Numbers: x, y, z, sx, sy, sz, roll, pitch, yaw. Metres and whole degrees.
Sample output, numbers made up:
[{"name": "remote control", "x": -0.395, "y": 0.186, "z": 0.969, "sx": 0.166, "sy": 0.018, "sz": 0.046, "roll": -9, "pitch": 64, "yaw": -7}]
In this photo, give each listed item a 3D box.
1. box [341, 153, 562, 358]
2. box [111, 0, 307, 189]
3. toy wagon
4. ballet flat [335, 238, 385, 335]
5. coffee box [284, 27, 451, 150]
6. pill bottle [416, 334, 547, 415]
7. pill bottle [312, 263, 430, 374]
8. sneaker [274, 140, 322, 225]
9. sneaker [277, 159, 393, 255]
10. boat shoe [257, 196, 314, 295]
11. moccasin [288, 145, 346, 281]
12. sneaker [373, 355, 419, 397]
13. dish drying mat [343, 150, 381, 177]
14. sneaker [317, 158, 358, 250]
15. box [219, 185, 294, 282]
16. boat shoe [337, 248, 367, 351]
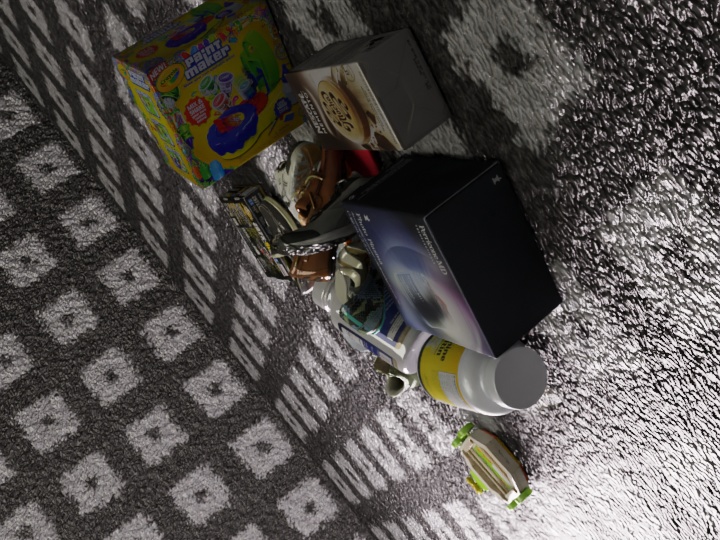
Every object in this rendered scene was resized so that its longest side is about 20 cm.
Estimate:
[{"name": "box", "x": 0.105, "y": -0.024, "z": 1.095, "sx": 0.198, "sy": 0.123, "sz": 0.200, "roll": 15, "pitch": 139, "yaw": 60}, {"name": "box", "x": -0.208, "y": -0.260, "z": 1.301, "sx": 0.122, "sy": 0.200, "sz": 0.193, "roll": 32, "pitch": 153, "yaw": 47}, {"name": "toy wagon", "x": 0.223, "y": 0.344, "z": 1.587, "sx": 0.155, "sy": 0.040, "sz": 0.200, "roll": 48, "pitch": 161, "yaw": 16}, {"name": "ballet flat", "x": 0.000, "y": 0.000, "z": 1.217, "sx": 0.200, "sy": 0.074, "sz": 0.074, "roll": -90, "pitch": -19, "yaw": -53}, {"name": "coffee box", "x": 0.003, "y": -0.207, "z": 1.075, "sx": 0.113, "sy": 0.080, "sz": 0.200, "roll": 60, "pitch": 160, "yaw": -21}, {"name": "pill bottle", "x": 0.165, "y": 0.137, "z": 1.246, "sx": 0.112, "sy": 0.112, "sz": 0.200, "roll": 58, "pitch": 160, "yaw": -12}, {"name": "pill bottle", "x": 0.025, "y": 0.064, "z": 1.410, "sx": 0.200, "sy": 0.111, "sz": 0.111, "roll": 32, "pitch": 153, "yaw": 27}, {"name": "sneaker", "x": -0.106, "y": -0.149, "z": 1.447, "sx": 0.088, "sy": 0.076, "sz": 0.200, "roll": 47, "pitch": 160, "yaw": 19}, {"name": "sneaker", "x": -0.023, "y": -0.078, "z": 1.189, "sx": 0.080, "sy": 0.200, "sz": 0.074, "roll": 63, "pitch": 160, "yaw": -1}, {"name": "boat shoe", "x": -0.139, "y": -0.044, "z": 1.724, "sx": 0.201, "sy": 0.066, "sz": 0.072, "roll": 57, "pitch": 162, "yaw": -10}, {"name": "moccasin", "x": -0.061, "y": -0.085, "z": 1.258, "sx": 0.077, "sy": 0.202, "sz": 0.074, "roll": 8, "pitch": 175, "yaw": 2}, {"name": "sneaker", "x": 0.061, "y": 0.138, "z": 1.528, "sx": 0.067, "sy": 0.090, "sz": 0.201, "roll": 38, "pitch": 156, "yaw": 41}, {"name": "dish drying mat", "x": -0.016, "y": -0.194, "z": 1.245, "sx": 0.077, "sy": 0.018, "sz": 0.200, "roll": 27, "pitch": 148, "yaw": 54}, {"name": "sneaker", "x": -0.039, "y": -0.099, "z": 1.385, "sx": 0.092, "sy": 0.076, "sz": 0.200, "roll": 42, "pitch": 158, "yaw": 42}, {"name": "box", "x": -0.193, "y": -0.074, "z": 1.831, "sx": 0.200, "sy": 0.049, "sz": 0.160, "roll": 60, "pitch": 158, "yaw": -17}, {"name": "boat shoe", "x": -0.013, "y": 0.034, "z": 1.528, "sx": 0.200, "sy": 0.073, "sz": 0.068, "roll": 66, "pitch": -156, "yaw": -9}]
